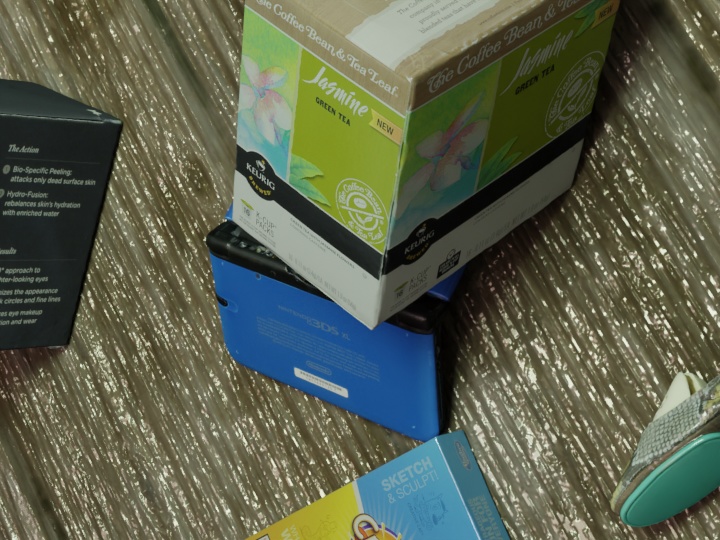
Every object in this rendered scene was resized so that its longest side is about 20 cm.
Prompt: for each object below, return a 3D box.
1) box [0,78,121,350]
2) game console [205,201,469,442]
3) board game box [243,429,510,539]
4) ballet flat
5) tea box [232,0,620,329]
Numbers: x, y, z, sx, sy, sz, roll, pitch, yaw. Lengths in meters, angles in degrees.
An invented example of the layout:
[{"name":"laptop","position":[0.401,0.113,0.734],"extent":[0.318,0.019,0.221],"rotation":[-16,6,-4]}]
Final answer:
[{"name":"box","position":[-0.314,-0.046,1.200],"extent":[0.117,0.196,0.202],"rotation":[24,104,31]},{"name":"game console","position":[0.000,0.000,1.103],"extent":[0.199,0.118,0.172],"rotation":[20,133,31]},{"name":"board game box","position":[0.018,0.224,1.084],"extent":[0.199,0.040,0.154],"rotation":[-32,74,30]},{"name":"ballet flat","position":[0.229,0.081,0.937],"extent":[0.200,0.072,0.072],"rotation":[-41,70,27]},{"name":"tea box","position":[0.039,-0.111,0.927],"extent":[0.133,0.199,0.198],"rotation":[36,142,26]}]
